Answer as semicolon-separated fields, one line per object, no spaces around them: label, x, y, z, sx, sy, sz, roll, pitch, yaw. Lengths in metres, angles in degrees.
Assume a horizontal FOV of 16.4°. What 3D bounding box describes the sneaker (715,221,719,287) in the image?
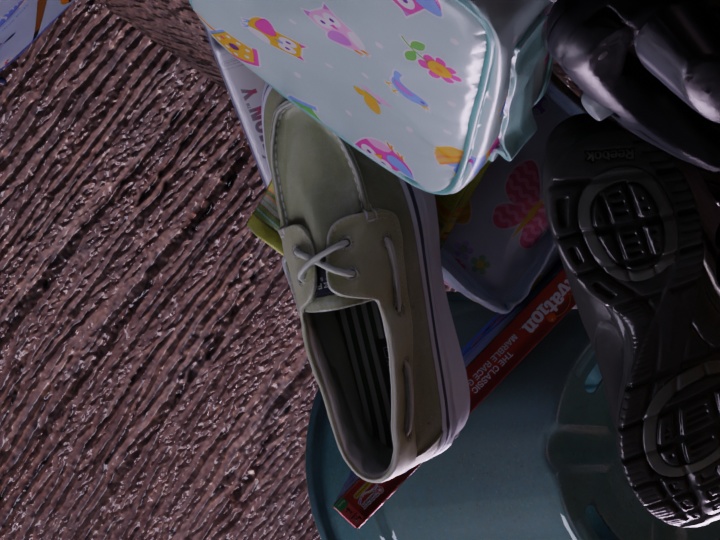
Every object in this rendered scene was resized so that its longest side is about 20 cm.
sneaker;0.207;0.004;1.123;0.087;0.074;0.200;13;164;23

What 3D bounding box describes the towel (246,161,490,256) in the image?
towel;0.021;-0.070;1.138;0.086;0.200;0.018;33;-147;5

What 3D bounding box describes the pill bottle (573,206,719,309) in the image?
pill bottle;0.209;0.028;1.416;0.200;0.110;0.110;32;177;39

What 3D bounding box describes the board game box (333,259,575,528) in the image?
board game box;0.066;0.041;1.239;0.019;0.200;0.103;43;-168;-2

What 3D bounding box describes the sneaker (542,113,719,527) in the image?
sneaker;0.130;0.018;1.099;0.091;0.076;0.200;-107;0;-68

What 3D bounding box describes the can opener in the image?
can opener;0.121;-0.072;0.979;0.079;0.063;0.200;62;-169;18

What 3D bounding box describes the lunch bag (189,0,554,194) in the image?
lunch bag;0.010;-0.117;1.020;0.160;0.077;0.200;33;163;8

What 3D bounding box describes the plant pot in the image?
plant pot;0.105;0.103;1.355;0.200;0.200;0.196;34;158;-25

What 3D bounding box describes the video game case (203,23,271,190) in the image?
video game case;-0.063;-0.118;1.315;0.182;0.023;0.200;70;-179;-47

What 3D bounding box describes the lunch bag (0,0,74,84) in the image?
lunch bag;-0.132;-0.161;1.009;0.076;0.200;0.160;42;180;5

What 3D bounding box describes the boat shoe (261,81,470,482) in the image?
boat shoe;0.000;0.000;1.134;0.062;0.072;0.200;-41;-65;-57

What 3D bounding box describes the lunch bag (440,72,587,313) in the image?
lunch bag;0.033;-0.084;1.250;0.200;0.127;0.170;42;180;0

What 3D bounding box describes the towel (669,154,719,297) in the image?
towel;0.176;0.002;1.231;0.133;0.034;0.200;58;-169;-14
